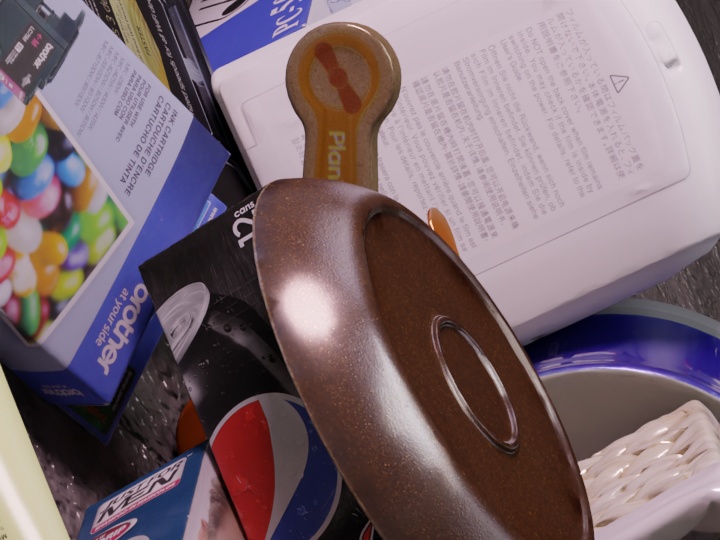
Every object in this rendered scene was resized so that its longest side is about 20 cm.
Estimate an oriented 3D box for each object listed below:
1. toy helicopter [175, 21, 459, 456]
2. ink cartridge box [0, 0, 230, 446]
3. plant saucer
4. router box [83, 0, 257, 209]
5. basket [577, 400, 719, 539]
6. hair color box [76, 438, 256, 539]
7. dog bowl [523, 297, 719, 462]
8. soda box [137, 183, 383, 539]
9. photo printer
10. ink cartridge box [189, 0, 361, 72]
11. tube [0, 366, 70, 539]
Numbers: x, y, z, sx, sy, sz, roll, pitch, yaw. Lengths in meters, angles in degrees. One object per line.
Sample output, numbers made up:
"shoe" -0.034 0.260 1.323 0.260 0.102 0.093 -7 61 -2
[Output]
"toy helicopter" 0.000 0.000 1.165 0.079 0.131 0.201 -23 116 -73
"ink cartridge box" -0.120 -0.036 1.053 0.200 0.042 0.120 47 57 -38
"plant saucer" 0.031 0.047 1.032 0.200 0.032 0.201 50 20 -26
"router box" -0.117 -0.087 1.218 0.157 0.052 0.201 28 35 -58
"basket" 0.096 0.161 1.169 0.136 0.199 0.123 55 11 -15
"hair color box" -0.057 0.152 0.976 0.100 0.060 0.200 54 17 -19
"dog bowl" 0.114 0.119 1.272 0.201 0.200 0.079 55 20 -12
"soda box" -0.008 0.073 1.038 0.071 0.063 0.201 26 36 -61
"photo printer" 0.056 -0.052 1.239 0.167 0.199 0.069 65 5 3
"ink cartridge box" -0.043 -0.115 1.403 0.044 0.094 0.200 53 19 -18
"tube" -0.125 0.078 0.909 0.058 0.052 0.201 97 -27 -53
